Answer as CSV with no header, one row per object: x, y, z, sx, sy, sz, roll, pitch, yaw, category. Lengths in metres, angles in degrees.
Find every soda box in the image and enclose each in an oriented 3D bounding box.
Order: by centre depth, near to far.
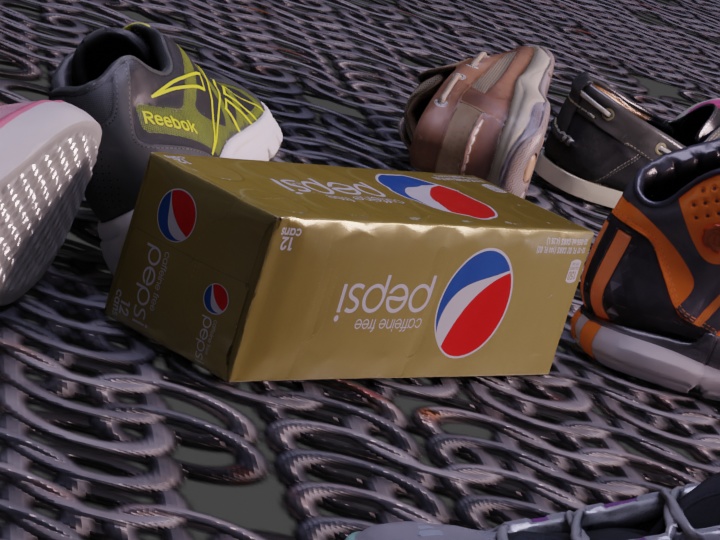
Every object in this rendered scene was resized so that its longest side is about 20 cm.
0.000,0.000,1.054,0.068,0.064,0.200,27,16,35,soda box

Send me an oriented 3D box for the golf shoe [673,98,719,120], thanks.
0.280,-0.064,1.683,0.200,0.075,0.092,18,10,-6,golf shoe

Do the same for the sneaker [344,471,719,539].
0.101,0.062,0.758,0.200,0.140,0.078,16,13,-10,sneaker

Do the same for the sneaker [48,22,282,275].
-0.080,-0.065,1.117,0.074,0.085,0.200,-24,15,4,sneaker

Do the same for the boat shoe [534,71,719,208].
0.197,-0.056,1.552,0.200,0.068,0.072,15,11,-18,boat shoe

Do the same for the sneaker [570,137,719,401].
0.197,0.007,1.182,0.200,0.112,0.078,15,13,-13,sneaker

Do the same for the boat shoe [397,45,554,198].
0.059,-0.084,1.468,0.072,0.076,0.200,16,11,0,boat shoe

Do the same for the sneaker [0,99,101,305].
-0.163,-0.032,0.939,0.104,0.075,0.200,26,18,10,sneaker
